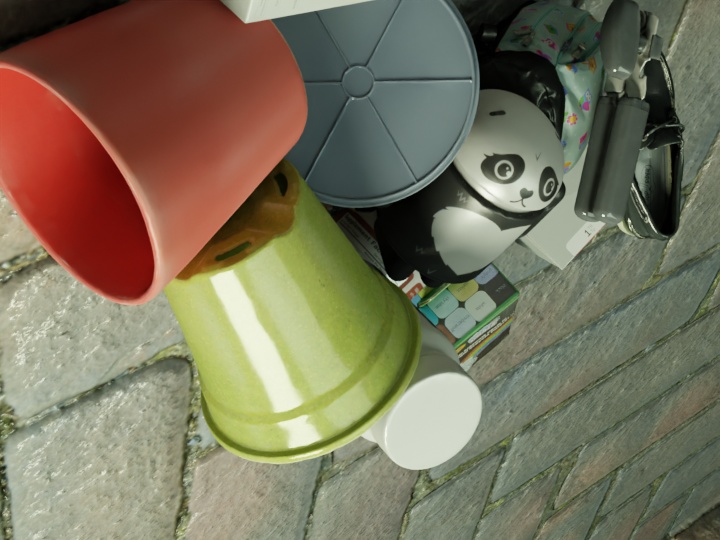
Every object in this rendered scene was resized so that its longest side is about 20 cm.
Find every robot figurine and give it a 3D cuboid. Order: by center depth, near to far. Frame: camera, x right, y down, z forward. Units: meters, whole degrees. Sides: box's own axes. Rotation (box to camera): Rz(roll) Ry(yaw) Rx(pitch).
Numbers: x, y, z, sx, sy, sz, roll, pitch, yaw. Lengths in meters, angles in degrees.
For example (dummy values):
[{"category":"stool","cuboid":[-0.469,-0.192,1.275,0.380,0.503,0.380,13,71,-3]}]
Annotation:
[{"category":"robot figurine","cuboid":[0.093,-0.067,1.183,0.200,0.125,0.150,-47,175,38]}]

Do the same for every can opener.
[{"category":"can opener","cuboid":[0.226,-0.146,1.226,0.066,0.053,0.202,14,89,-33]}]

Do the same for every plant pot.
[{"category":"plant pot","cuboid":[-0.145,-0.103,0.949,0.177,0.200,0.201,-39,153,-30]},{"category":"plant pot","cuboid":[-0.074,0.016,1.058,0.200,0.200,0.185,-38,132,-11]}]

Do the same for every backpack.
[{"category":"backpack","cuboid":[0.172,-0.173,1.287,0.200,0.126,0.168,-52,159,-48]}]

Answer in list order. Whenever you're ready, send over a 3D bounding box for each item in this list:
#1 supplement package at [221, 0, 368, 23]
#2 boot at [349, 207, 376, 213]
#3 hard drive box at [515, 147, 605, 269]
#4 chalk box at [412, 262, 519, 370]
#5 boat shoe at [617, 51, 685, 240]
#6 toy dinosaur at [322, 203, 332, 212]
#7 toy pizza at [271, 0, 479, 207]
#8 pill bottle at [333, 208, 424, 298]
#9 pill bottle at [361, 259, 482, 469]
[{"category":"supplement package","cuboid":[-0.024,-0.264,0.957,0.199,0.114,0.110,-19,141,-39]},{"category":"boot","cuboid":[0.048,-0.134,1.273,0.200,0.075,0.074,-45,148,-5]},{"category":"hard drive box","cuboid":[0.217,-0.095,1.437,0.156,0.077,0.200,-46,-170,3]},{"category":"chalk box","cuboid":[0.086,0.033,1.456,0.125,0.124,0.200,-38,164,-11]},{"category":"boat shoe","cuboid":[0.283,-0.121,1.292,0.074,0.066,0.201,-9,113,-22]},{"category":"toy dinosaur","cuboid":[-0.110,-0.025,1.206,0.199,0.086,0.136,-20,151,-29]},{"category":"toy pizza","cuboid":[-0.003,-0.152,1.089,0.200,0.200,0.032,-45,-174,2]},{"category":"pill bottle","cuboid":[0.000,0.000,1.331,0.200,0.112,0.112,-43,152,-2]},{"category":"pill bottle","cuboid":[0.017,0.079,1.174,0.112,0.200,0.114,-13,122,-22]}]
